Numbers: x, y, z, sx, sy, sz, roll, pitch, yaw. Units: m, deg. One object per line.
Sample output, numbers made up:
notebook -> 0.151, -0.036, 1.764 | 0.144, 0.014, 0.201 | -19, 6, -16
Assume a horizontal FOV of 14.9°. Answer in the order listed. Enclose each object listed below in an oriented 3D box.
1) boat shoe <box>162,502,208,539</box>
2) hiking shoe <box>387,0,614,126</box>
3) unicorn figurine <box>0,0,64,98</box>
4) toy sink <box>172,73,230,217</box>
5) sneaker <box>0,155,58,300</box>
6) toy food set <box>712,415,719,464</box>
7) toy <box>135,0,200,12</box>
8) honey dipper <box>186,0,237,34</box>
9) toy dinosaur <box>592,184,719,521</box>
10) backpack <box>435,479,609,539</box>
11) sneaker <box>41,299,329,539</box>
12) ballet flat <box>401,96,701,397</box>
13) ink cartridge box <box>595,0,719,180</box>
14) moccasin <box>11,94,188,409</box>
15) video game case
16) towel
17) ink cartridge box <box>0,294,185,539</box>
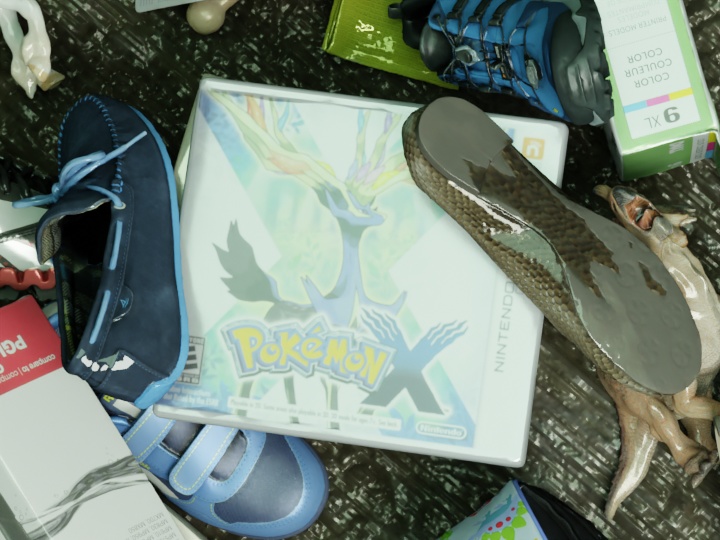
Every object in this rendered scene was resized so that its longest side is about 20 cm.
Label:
boat shoe -> -0.092, 0.185, 1.533 | 0.200, 0.073, 0.063 | 41, 85, 3
hiking shoe -> 0.078, -0.114, 1.478 | 0.086, 0.200, 0.075 | -15, 108, -8
unicorn figurine -> -0.229, -0.152, 1.580 | 0.199, 0.074, 0.138 | -33, 86, -2
toy sink -> -0.006, -0.013, 1.526 | 0.199, 0.112, 0.131 | 16, 86, 7
sneaker -> -0.212, -0.037, 1.541 | 0.199, 0.071, 0.098 | -1, 115, -6
toy food set -> 0.271, 0.143, 1.465 | 0.143, 0.061, 0.201 | -11, 127, 4
toy -> -0.052, -0.209, 1.545 | 0.047, 0.199, 0.116 | 7, 83, -36
honey dipper -> -0.020, -0.203, 1.588 | 0.200, 0.038, 0.038 | -41, 82, 2
toy dinosaur -> 0.163, 0.038, 1.510 | 0.135, 0.086, 0.201 | 38, 133, 16
backpack -> 0.099, 0.221, 1.458 | 0.147, 0.183, 0.201 | -34, 70, 4
sneaker -> -0.108, 0.084, 1.540 | 0.199, 0.082, 0.074 | 33, 85, 7
ballet flat -> 0.095, -0.009, 1.422 | 0.200, 0.046, 0.067 | 42, 59, -5
ink cartridge box -> 0.157, -0.108, 1.526 | 0.059, 0.104, 0.201 | -16, 83, 3
moccasin -> -0.136, -0.022, 1.454 | 0.081, 0.068, 0.201 | -51, 39, 31
video game case -> 0.000, 0.000, 1.457 | 0.199, 0.022, 0.184 | 7, 85, 6
towel -> 0.044, -0.209, 1.564 | 0.086, 0.018, 0.201 | 15, 97, -5
ink cartridge box -> -0.189, 0.140, 1.505 | 0.147, 0.083, 0.201 | -41, 78, 43
